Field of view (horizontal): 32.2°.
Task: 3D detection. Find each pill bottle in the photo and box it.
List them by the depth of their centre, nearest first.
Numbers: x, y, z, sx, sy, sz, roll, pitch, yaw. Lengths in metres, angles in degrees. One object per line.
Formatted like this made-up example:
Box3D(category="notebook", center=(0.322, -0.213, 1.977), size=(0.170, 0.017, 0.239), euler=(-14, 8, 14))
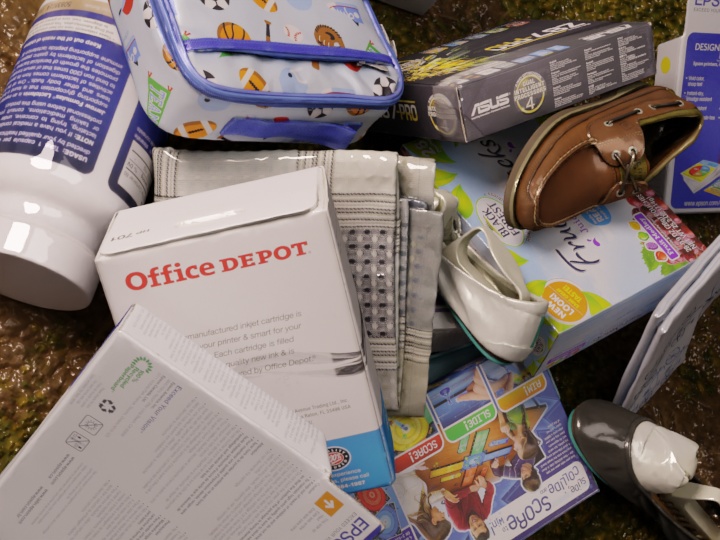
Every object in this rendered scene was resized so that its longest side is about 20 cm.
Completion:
Box3D(category="pill bottle", center=(-0.197, -0.081, 0.851), size=(0.115, 0.116, 0.201), euler=(23, 65, -17))

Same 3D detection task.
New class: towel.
Box3D(category="towel", center=(-0.043, 0.011, 0.858), size=(0.199, 0.035, 0.194), euler=(1, 103, -3))

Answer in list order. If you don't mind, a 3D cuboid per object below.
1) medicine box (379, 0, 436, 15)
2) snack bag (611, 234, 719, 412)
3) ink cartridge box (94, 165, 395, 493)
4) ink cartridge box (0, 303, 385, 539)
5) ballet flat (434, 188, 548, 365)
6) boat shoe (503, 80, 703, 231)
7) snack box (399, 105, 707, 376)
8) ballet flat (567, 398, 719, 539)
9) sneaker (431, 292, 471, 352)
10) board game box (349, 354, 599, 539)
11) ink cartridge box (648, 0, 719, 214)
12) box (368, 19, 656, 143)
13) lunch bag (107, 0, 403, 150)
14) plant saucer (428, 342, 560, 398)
Box3D(category="medicine box", center=(0.001, -0.343, 1.032), size=(0.181, 0.103, 0.201), euler=(14, 70, -20))
Box3D(category="snack bag", center=(0.271, 0.025, 0.998), size=(0.021, 0.189, 0.200), euler=(36, 63, 20))
Box3D(category="ink cartridge box", center=(-0.069, 0.050, 0.806), size=(0.146, 0.086, 0.201), euler=(-12, 112, 4))
Box3D(category="ink cartridge box", center=(-0.114, 0.146, 0.781), size=(0.200, 0.200, 0.041), euler=(38, 29, -10))
Box3D(category="ballet flat", center=(0.065, -0.019, 0.915), size=(0.069, 0.070, 0.200), euler=(-30, 63, -29))
Box3D(category="boat shoe", center=(0.186, -0.088, 0.936), size=(0.200, 0.068, 0.072), euler=(-39, 136, -33))
Box3D(category="snack box", center=(0.146, -0.038, 0.988), size=(0.168, 0.068, 0.200), euler=(-24, 62, -28))
Box3D(category="ballet flat", center=(0.246, 0.165, 0.979), size=(0.200, 0.068, 0.068), euler=(45, 52, -24))
Box3D(category="sneaker", center=(0.000, 0.000, 0.939), size=(0.200, 0.073, 0.115), euler=(7, 67, -19))
Box3D(category="board game box", center=(0.074, 0.151, 0.931), size=(0.199, 0.034, 0.136), euler=(-25, 92, -28))
Box3D(category="ink cartridge box", center=(0.351, -0.152, 1.120), size=(0.197, 0.047, 0.201), euler=(-2, 102, -24))
Box3D(category="box", center=(0.107, -0.154, 0.989), size=(0.199, 0.161, 0.049), euler=(-22, 113, -28))
Box3D(category="lunch bag", center=(-0.064, -0.157, 0.842), size=(0.199, 0.076, 0.161), euler=(-4, 63, -40))
Box3D(category="plant saucer", center=(0.064, 0.100, 0.971), size=(0.199, 0.019, 0.070), euler=(-16, 82, -27))
